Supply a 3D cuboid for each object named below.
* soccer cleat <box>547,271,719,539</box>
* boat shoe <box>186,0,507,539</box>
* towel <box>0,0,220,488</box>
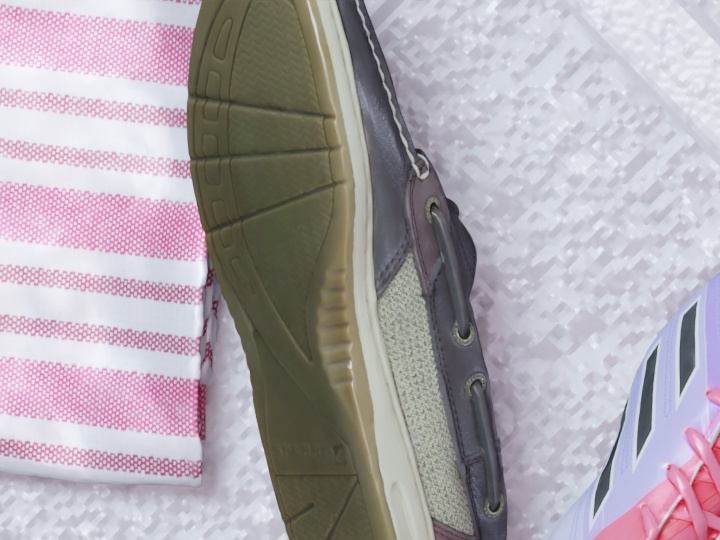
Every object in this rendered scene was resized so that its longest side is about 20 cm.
[{"bbox_3d":[0.084,0.082,0.766,0.067,0.076,0.200,36,94,1],"label":"soccer cleat"},{"bbox_3d":[0.001,0.001,0.774,0.066,0.072,0.202,-17,100,-40],"label":"boat shoe"},{"bbox_3d":[-0.111,-0.038,0.796,0.145,0.030,0.201,5,93,4],"label":"towel"}]
